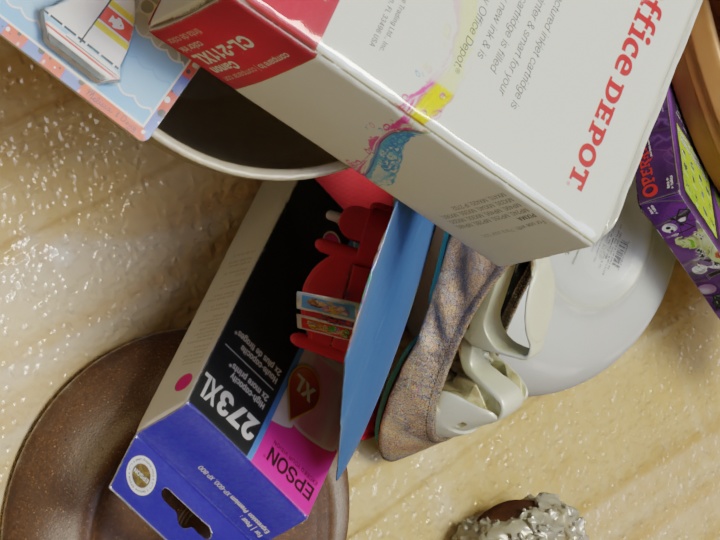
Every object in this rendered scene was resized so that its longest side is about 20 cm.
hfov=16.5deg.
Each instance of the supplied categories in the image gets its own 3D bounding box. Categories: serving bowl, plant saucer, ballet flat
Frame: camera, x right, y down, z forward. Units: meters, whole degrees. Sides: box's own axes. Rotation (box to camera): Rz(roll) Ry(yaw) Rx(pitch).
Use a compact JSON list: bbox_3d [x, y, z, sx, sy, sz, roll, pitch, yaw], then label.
[{"bbox_3d":[0.111,-0.024,1.382,0.199,0.066,0.201,-7,102,-37],"label":"serving bowl"},{"bbox_3d":[0.208,-0.114,1.403,0.200,0.037,0.201,-16,90,-70],"label":"plant saucer"},{"bbox_3d":[0.060,0.038,1.294,0.068,0.067,0.201,-33,149,-44],"label":"ballet flat"},{"bbox_3d":[-0.083,0.131,1.261,0.199,0.037,0.202,-5,99,-31],"label":"plant saucer"}]

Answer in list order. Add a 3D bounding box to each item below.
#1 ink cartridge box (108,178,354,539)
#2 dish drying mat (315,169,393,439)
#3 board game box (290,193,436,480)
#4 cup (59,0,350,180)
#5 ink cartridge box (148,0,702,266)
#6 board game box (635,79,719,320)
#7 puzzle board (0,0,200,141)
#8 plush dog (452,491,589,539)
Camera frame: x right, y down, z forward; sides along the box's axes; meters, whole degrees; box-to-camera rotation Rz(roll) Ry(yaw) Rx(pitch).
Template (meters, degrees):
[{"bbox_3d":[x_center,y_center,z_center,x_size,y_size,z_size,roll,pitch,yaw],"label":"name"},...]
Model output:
[{"bbox_3d":[-0.046,0.054,1.234,0.095,0.037,0.201,46,53,-28],"label":"ink cartridge box"},{"bbox_3d":[-0.016,-0.008,1.316,0.076,0.018,0.201,-3,98,-36],"label":"dish drying mat"},{"bbox_3d":[0.000,0.000,1.187,0.200,0.039,0.159,95,15,-62],"label":"board game box"},{"bbox_3d":[-0.059,-0.137,1.168,0.199,0.143,0.202,1,87,-18],"label":"cup"},{"bbox_3d":[0.032,-0.114,1.067,0.200,0.083,0.146,34,66,-22],"label":"ink cartridge box"},{"bbox_3d":[0.197,-0.038,1.401,0.200,0.032,0.121,48,36,-48],"label":"board game box"},{"bbox_3d":[-0.128,-0.174,1.063,0.200,0.017,0.151,37,76,-13],"label":"puzzle board"},{"bbox_3d":[0.094,0.237,1.340,0.200,0.171,0.161,-35,117,-29],"label":"plush dog"}]
